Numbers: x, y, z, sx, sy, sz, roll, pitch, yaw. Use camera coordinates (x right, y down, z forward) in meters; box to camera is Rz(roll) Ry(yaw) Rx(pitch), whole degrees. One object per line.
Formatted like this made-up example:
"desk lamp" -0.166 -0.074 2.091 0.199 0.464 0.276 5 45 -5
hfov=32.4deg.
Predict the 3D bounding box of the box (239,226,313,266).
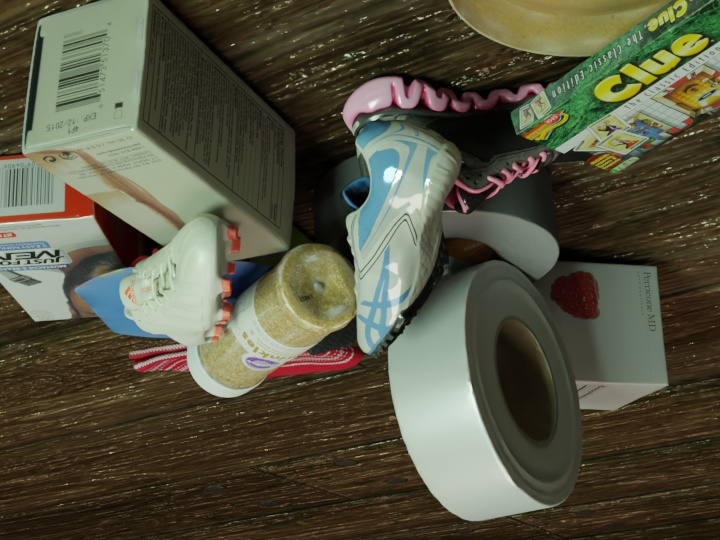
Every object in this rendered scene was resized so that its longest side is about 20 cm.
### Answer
"box" -0.074 0.021 1.160 0.122 0.048 0.200 -11 156 21

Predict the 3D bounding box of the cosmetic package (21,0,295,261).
"cosmetic package" -0.127 -0.087 0.830 0.087 0.103 0.200 -10 155 23

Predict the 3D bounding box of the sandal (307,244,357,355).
"sandal" 0.000 0.000 0.961 0.075 0.045 0.200 -19 153 -30

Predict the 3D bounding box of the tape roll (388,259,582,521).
"tape roll" 0.105 0.096 0.995 0.071 0.203 0.202 -19 152 30

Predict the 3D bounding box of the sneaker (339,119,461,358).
"sneaker" 0.019 -0.020 0.835 0.072 0.072 0.200 27 138 17

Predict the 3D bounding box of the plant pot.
"plant pot" 0.146 -0.189 0.715 0.200 0.028 0.200 -2 157 -1

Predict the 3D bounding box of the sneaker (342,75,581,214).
"sneaker" 0.088 -0.080 0.879 0.200 0.095 0.079 0 154 -8

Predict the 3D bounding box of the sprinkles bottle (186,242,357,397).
"sprinkles bottle" -0.072 0.042 0.959 0.068 0.068 0.200 9 157 -25

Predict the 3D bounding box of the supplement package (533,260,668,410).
"supplement package" 0.173 0.062 1.183 0.200 0.121 0.120 3 162 -14

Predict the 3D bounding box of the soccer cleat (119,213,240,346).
"soccer cleat" -0.128 0.012 0.860 0.077 0.069 0.200 9 162 -9

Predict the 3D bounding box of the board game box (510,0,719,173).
"board game box" 0.202 -0.127 0.783 0.105 0.023 0.200 17 145 -36

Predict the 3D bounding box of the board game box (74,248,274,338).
"board game box" -0.141 0.009 1.014 0.158 0.039 0.200 -6 161 3

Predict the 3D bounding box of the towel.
"towel" -0.104 0.084 1.186 0.145 0.023 0.200 -11 167 28

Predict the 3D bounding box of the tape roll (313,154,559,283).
"tape roll" 0.061 -0.035 1.022 0.200 0.066 0.200 -2 158 -1

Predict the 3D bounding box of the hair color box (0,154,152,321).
"hair color box" -0.245 -0.023 1.018 0.111 0.064 0.200 -5 158 3
